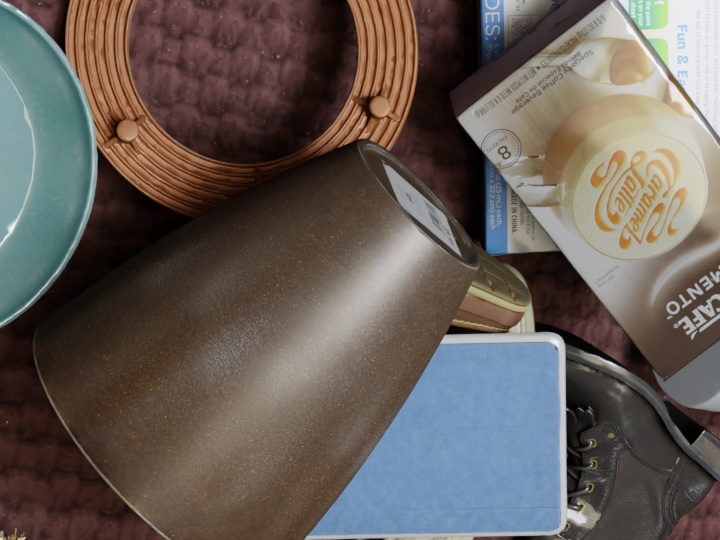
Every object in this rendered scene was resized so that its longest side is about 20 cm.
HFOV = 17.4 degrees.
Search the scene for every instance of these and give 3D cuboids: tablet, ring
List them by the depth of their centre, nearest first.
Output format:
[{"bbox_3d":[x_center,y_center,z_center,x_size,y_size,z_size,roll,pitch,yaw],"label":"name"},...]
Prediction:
[{"bbox_3d":[-0.063,-0.124,1.307,0.200,0.019,0.201,1,87,-12],"label":"ring"},{"bbox_3d":[0.021,0.098,1.384,0.200,0.014,0.130,-2,110,3],"label":"tablet"}]

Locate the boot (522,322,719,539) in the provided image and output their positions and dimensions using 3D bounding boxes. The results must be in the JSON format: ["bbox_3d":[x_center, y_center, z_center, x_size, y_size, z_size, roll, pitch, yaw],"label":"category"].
[{"bbox_3d":[0.133,0.145,1.487,0.200,0.069,0.174,36,91,-22],"label":"boot"}]

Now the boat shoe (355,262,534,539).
[{"bbox_3d":[0.049,0.089,1.426,0.065,0.072,0.200,12,101,-31],"label":"boat shoe"}]

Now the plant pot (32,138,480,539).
[{"bbox_3d":[-0.038,0.030,1.260,0.200,0.187,0.187,-43,120,13],"label":"plant pot"}]

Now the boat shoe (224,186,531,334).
[{"bbox_3d":[0.000,0.000,1.369,0.200,0.072,0.068,18,111,-12],"label":"boat shoe"}]

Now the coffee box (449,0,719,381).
[{"bbox_3d":[0.157,-0.053,1.367,0.114,0.080,0.200,-38,102,8],"label":"coffee box"}]

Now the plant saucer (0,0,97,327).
[{"bbox_3d":[-0.239,-0.056,1.256,0.200,0.036,0.200,-7,104,-27],"label":"plant saucer"}]

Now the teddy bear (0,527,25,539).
[{"bbox_3d":[-0.181,0.237,1.336,0.145,0.067,0.200,-28,112,-18],"label":"teddy bear"}]

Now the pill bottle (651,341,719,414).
[{"bbox_3d":[0.289,0.051,1.512,0.200,0.116,0.116,9,97,-34],"label":"pill bottle"}]

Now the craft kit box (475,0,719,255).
[{"bbox_3d":[0.168,-0.113,1.416,0.197,0.049,0.200,-1,104,0],"label":"craft kit box"}]
